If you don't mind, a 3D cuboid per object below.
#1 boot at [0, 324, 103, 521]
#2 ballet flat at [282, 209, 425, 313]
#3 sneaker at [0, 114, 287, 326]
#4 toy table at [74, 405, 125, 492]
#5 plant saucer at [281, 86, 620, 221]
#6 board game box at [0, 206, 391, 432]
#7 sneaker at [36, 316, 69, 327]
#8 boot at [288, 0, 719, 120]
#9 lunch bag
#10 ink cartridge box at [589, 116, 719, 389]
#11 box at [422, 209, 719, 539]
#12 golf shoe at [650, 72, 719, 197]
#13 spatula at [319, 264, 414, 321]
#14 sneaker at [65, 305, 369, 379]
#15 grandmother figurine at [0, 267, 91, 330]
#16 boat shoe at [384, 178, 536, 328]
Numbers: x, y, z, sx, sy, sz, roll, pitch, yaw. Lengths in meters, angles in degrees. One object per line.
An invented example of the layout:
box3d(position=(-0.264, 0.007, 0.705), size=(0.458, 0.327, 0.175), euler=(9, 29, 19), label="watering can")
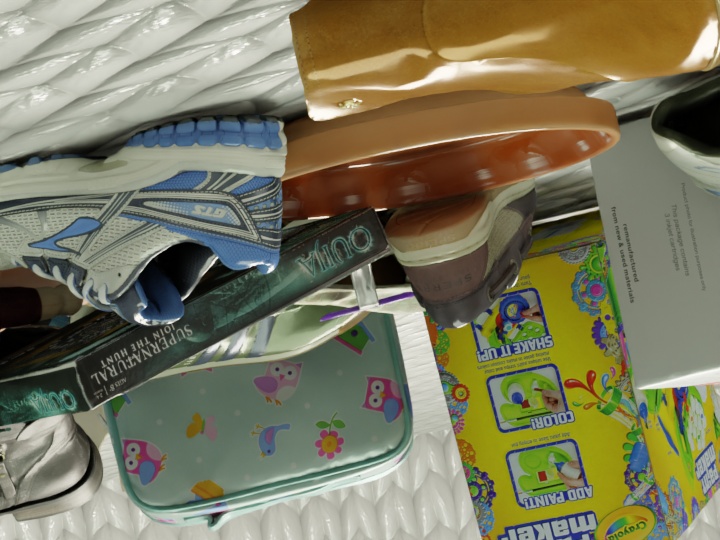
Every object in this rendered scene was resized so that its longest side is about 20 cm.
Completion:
box3d(position=(-0.234, 0.090, 1.618), size=(0.200, 0.069, 0.174), euler=(-18, 153, -4), label="boot")
box3d(position=(0.005, -0.010, 1.704), size=(0.200, 0.068, 0.062), euler=(-7, 163, -33), label="ballet flat")
box3d(position=(-0.120, -0.013, 1.378), size=(0.200, 0.085, 0.077), euler=(-14, 173, 32), label="sneaker")
box3d(position=(-0.148, 0.084, 2.022), size=(0.183, 0.117, 0.200), euler=(-10, 172, -4), label="toy table")
box3d(position=(0.026, -0.060, 1.446), size=(0.200, 0.032, 0.200), euler=(-10, 174, -1), label="plant saucer")
box3d(position=(-0.097, 0.026, 1.474), size=(0.200, 0.028, 0.135), euler=(-28, -171, -36), label="board game box")
box3d(position=(-0.216, 0.050, 1.803), size=(0.090, 0.079, 0.200), euler=(-17, 171, 26), label="sneaker")
box3d(position=(0.048, -0.089, 1.056), size=(0.144, 0.071, 0.201), euler=(-13, 179, -6), label="boot")
box3d(position=(-0.070, 0.078, 1.883), size=(0.200, 0.161, 0.077), euler=(-13, 173, -1), label="lunch bag")
box3d(position=(0.249, -0.026, 1.590), size=(0.200, 0.145, 0.145), euler=(-14, 172, 27), label="ink cartridge box")
box3d(position=(0.141, 0.070, 1.870), size=(0.122, 0.193, 0.200), euler=(-13, -176, 20), label="box")
box3d(position=(0.237, -0.079, 1.457), size=(0.200, 0.078, 0.097), euler=(-16, 166, 29), label="golf shoe")
box3d(position=(0.000, 0.000, 1.602), size=(0.056, 0.021, 0.200), euler=(-15, 162, -1), label="spatula")
box3d(position=(-0.086, 0.021, 1.790), size=(0.200, 0.067, 0.090), euler=(-16, 165, 8), label="sneaker")
box3d(position=(-0.200, 0.019, 1.473), size=(0.121, 0.061, 0.200), euler=(-21, -178, 24), label="grandmother figurine")
box3d(position=(0.057, -0.014, 1.592), size=(0.072, 0.065, 0.200), euler=(-9, -171, 11), label="boat shoe")
